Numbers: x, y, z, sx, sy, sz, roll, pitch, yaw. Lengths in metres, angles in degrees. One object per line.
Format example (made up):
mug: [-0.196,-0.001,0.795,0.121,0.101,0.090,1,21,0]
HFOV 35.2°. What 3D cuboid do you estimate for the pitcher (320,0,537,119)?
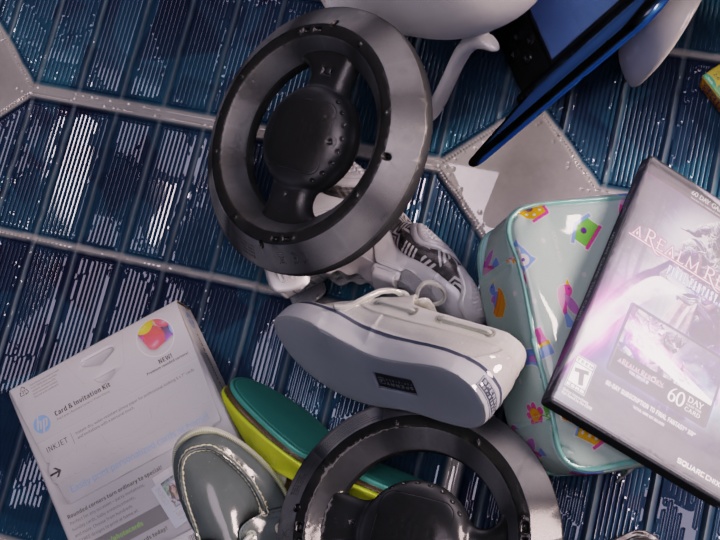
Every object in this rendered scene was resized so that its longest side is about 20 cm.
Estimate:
pitcher: [0.061,-0.204,0.850,0.121,0.200,0.172,-29,101,-37]

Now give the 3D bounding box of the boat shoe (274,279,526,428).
boat shoe: [0.031,0.045,0.801,0.202,0.075,0.086,10,42,44]

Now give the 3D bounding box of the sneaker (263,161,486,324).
sneaker: [0.000,0.000,0.876,0.115,0.075,0.200,-46,70,-1]

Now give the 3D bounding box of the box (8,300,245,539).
box: [-0.166,0.148,0.886,0.156,0.041,0.200,-29,75,2]

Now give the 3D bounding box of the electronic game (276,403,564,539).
electronic game: [0.037,0.182,0.768,0.200,0.042,0.200,-7,67,16]

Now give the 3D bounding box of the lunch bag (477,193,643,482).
lunch bag: [0.176,0.048,0.811,0.160,0.077,0.200,-7,77,-20]

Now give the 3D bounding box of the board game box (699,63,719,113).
board game box: [0.373,-0.163,0.870,0.200,0.030,0.096,-32,74,-1]

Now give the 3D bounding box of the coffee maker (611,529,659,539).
coffee maker: [0.212,0.249,0.712,0.192,0.200,0.135,21,83,14]

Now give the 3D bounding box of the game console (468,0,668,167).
game console: [0.143,-0.196,0.818,0.200,0.118,0.171,-39,65,47]

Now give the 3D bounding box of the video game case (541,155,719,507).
video game case: [0.220,0.038,0.776,0.143,0.019,0.200,31,68,-9]

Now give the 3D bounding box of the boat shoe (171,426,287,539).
boat shoe: [-0.075,0.204,0.808,0.073,0.062,0.200,-25,99,1]

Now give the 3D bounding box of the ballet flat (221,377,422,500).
ballet flat: [-0.029,0.156,0.853,0.200,0.067,0.067,28,107,13]

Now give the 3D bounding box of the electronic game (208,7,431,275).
electronic game: [-0.035,-0.095,0.831,0.200,0.042,0.201,-9,74,34]

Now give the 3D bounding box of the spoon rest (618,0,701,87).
spoon rest: [0.253,-0.226,0.878,0.061,0.099,0.200,25,69,-4]
